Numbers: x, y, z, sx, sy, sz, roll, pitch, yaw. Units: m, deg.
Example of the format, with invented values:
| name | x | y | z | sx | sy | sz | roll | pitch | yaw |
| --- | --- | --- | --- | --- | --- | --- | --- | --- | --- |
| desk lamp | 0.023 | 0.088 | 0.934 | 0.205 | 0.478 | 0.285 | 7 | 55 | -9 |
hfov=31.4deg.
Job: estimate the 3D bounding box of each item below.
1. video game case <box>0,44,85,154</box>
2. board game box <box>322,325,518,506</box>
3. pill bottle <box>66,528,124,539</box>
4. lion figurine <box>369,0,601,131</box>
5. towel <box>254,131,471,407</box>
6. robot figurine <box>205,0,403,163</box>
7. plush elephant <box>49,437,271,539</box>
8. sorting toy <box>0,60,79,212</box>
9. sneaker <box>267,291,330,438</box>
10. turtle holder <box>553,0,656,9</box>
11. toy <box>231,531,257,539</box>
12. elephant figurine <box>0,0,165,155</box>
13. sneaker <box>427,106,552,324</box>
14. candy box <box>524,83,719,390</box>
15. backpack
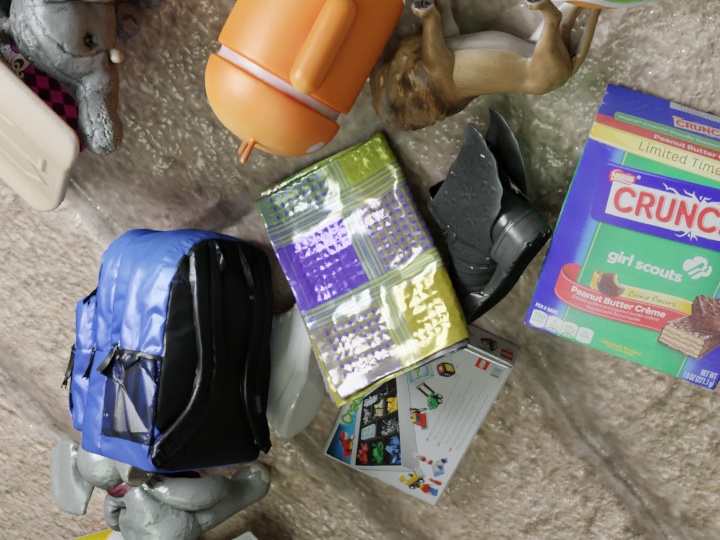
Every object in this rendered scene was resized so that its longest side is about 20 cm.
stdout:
| name | x | y | z | sx | sy | sz | roll | pitch | yaw |
| --- | --- | --- | --- | --- | --- | --- | --- | --- | --- |
| video game case | -0.320 | -0.164 | 1.084 | 0.200 | 0.036 | 0.181 | 47 | 156 | -14 |
| board game box | 0.052 | 0.124 | 1.204 | 0.125 | 0.035 | 0.201 | 25 | 127 | 1 |
| pill bottle | -0.273 | 0.342 | 1.418 | 0.198 | 0.112 | 0.112 | -20 | 115 | 29 |
| lion figurine | 0.100 | -0.161 | 0.973 | 0.197 | 0.073 | 0.123 | 2 | 131 | 13 |
| towel | 0.000 | 0.000 | 1.085 | 0.142 | 0.023 | 0.202 | -23 | 85 | 23 |
| robot figurine | -0.043 | -0.173 | 0.960 | 0.143 | 0.116 | 0.202 | 32 | 96 | 35 |
| plush elephant | -0.222 | 0.204 | 1.286 | 0.163 | 0.200 | 0.156 | -18 | 98 | 36 |
| sorting toy | -0.291 | -0.134 | 0.989 | 0.185 | 0.037 | 0.200 | 44 | 160 | -7 |
| sneaker | -0.063 | 0.060 | 1.187 | 0.088 | 0.075 | 0.201 | 39 | 125 | 22 |
| turtle holder | 0.177 | -0.264 | 0.851 | 0.130 | 0.141 | 0.187 | 21 | 89 | -15 |
| toy | -0.071 | 0.359 | 1.393 | 0.200 | 0.047 | 0.115 | 50 | 136 | -4 |
| elephant figurine | -0.225 | -0.204 | 0.968 | 0.153 | 0.201 | 0.143 | 13 | 125 | 2 |
| sneaker | 0.095 | -0.036 | 1.065 | 0.104 | 0.060 | 0.200 | 50 | 148 | 12 |
| candy box | 0.239 | -0.024 | 1.012 | 0.167 | 0.077 | 0.202 | 19 | 126 | 7 |
| backpack | -0.173 | 0.061 | 1.134 | 0.166 | 0.162 | 0.203 | 10 | 94 | 30 |
